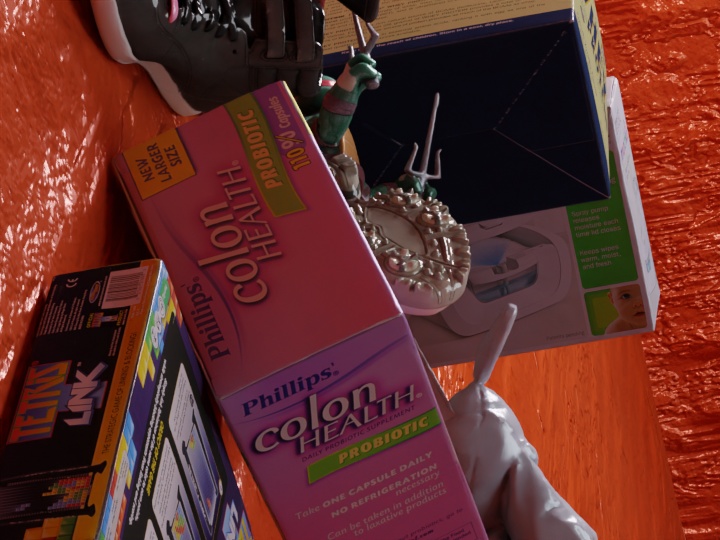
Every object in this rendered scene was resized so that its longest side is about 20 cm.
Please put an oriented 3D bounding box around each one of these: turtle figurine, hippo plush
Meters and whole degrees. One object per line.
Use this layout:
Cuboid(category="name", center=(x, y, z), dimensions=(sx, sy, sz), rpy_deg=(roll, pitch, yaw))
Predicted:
Cuboid(category="turtle figurine", center=(-0.006, -0.059, 1.599), dimensions=(0.150, 0.100, 0.201), rpy_deg=(44, 36, -58))
Cuboid(category="hippo plush", center=(0.048, 0.153, 1.675), dimensions=(0.161, 0.158, 0.201), rpy_deg=(131, -61, -74))

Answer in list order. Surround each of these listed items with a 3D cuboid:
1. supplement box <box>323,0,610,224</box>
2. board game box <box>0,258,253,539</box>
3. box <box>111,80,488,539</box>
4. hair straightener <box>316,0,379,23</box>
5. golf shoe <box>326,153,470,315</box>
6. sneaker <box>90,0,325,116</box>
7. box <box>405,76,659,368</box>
Cuboid(category="supplement box", center=(0.064, -0.136, 1.755), dimensions=(0.200, 0.199, 0.135), rpy_deg=(-82, 160, -60))
Cuboid(category="board game box", center=(-0.099, 0.119, 1.085), dimensions=(0.200, 0.056, 0.166), rpy_deg=(-83, 162, -57))
Cuboid(category="box", center=(-0.027, 0.043, 1.273), dimensions=(0.201, 0.096, 0.176), rpy_deg=(67, -3, -47))
Cuboid(category="hair straightener", center=(-0.019, -0.195, 1.618), dimensions=(0.200, 0.076, 0.041), rpy_deg=(-134, -131, -66))
Cuboid(category="golf shoe", center=(0.000, 0.000, 1.458), dimensions=(0.200, 0.078, 0.098), rpy_deg=(34, -48, 54))
Cuboid(category="sneaker", center=(-0.075, -0.137, 1.319), dimensions=(0.200, 0.098, 0.071), rpy_deg=(46, 38, -69))
Cuboid(category="box", center=(0.109, -0.035, 1.898), dimensions=(0.097, 0.199, 0.178), rpy_deg=(-67, 147, -70))
